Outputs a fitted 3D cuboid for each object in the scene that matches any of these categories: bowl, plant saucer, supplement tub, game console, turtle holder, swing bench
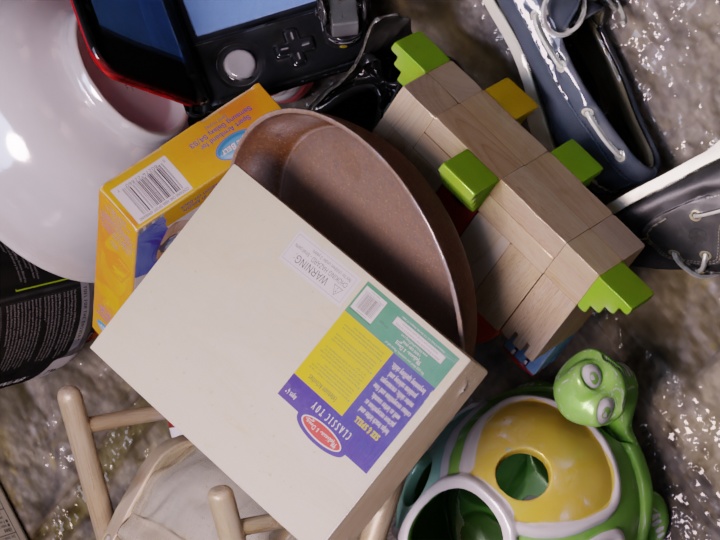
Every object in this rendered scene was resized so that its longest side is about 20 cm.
[{"bbox_3d":[-0.168,-0.099,1.731,0.090,0.201,0.201,-33,80,31],"label":"bowl"},{"bbox_3d":[0.000,0.000,1.581,0.200,0.034,0.200,31,133,39],"label":"plant saucer"},{"bbox_3d":[-0.249,0.018,1.802,0.123,0.200,0.123,6,101,33],"label":"supplement tub"},{"bbox_3d":[-0.100,-0.203,1.657,0.172,0.119,0.200,-18,73,-9],"label":"game console"},{"bbox_3d":[0.101,0.135,1.640,0.185,0.132,0.141,-26,84,33],"label":"turtle holder"},{"bbox_3d":[-0.082,0.181,1.664,0.199,0.130,0.200,26,118,52],"label":"swing bench"}]

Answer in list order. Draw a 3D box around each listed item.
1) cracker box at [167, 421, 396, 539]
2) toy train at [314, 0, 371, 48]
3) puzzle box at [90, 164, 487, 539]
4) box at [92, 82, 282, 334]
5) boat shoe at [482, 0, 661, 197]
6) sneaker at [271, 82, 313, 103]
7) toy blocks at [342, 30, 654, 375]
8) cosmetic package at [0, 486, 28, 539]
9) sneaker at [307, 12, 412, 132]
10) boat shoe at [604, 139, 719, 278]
[{"bbox_3d":[-0.037,0.142,1.773,0.134,0.058,0.200,-16,89,35],"label":"cracker box"},{"bbox_3d":[-0.020,-0.215,1.672,0.034,0.046,0.200,-5,60,-5],"label":"toy train"},{"bbox_3d":[-0.042,0.048,1.539,0.200,0.025,0.133,40,92,33],"label":"puzzle box"},{"bbox_3d":[-0.102,-0.020,1.711,0.041,0.119,0.200,47,157,19],"label":"box"},{"bbox_3d":[0.114,-0.138,1.620,0.062,0.075,0.200,-18,90,35],"label":"boat shoe"},{"bbox_3d":[-0.109,-0.182,1.747,0.200,0.087,0.074,47,118,17],"label":"sneaker"},{"bbox_3d":[0.059,-0.013,1.592,0.200,0.100,0.137,44,130,13],"label":"toy blocks"},{"bbox_3d":[-0.312,0.146,1.923,0.087,0.103,0.200,-35,77,33],"label":"cosmetic package"},{"bbox_3d":[-0.008,-0.073,1.690,0.060,0.104,0.200,49,120,15],"label":"sneaker"},{"bbox_3d":[0.187,-0.025,1.594,0.200,0.072,0.068,-27,79,31],"label":"boat shoe"}]
